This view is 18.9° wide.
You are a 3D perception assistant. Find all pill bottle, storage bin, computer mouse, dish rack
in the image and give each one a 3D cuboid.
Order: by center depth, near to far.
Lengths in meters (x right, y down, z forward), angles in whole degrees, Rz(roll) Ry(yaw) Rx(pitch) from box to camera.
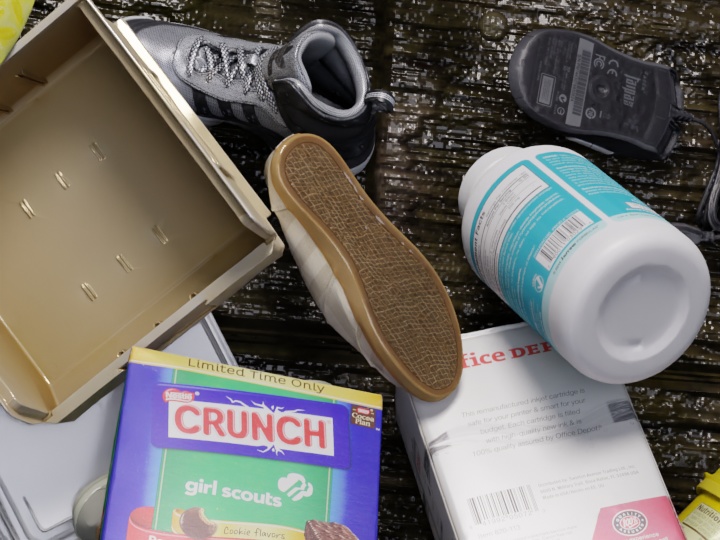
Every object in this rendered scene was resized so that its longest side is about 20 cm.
[{"bbox_3d":[-0.185,-0.034,1.390,0.200,0.094,0.199,-38,83,6],"label":"storage bin"},{"bbox_3d":[0.139,-0.014,1.444,0.110,0.200,0.111,-11,119,-20],"label":"pill bottle"},{"bbox_3d":[-0.179,0.092,1.470,0.200,0.044,0.172,-27,90,-11],"label":"dish rack"},{"bbox_3d":[0.186,-0.089,1.540,0.199,0.046,0.141,9,80,-20],"label":"computer mouse"}]

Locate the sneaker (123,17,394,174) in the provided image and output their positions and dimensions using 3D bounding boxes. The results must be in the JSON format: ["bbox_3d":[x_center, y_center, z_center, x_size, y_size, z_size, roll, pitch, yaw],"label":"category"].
[{"bbox_3d":[-0.072,-0.135,1.453,0.200,0.114,0.076,22,65,-8],"label":"sneaker"}]

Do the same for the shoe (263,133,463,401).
[{"bbox_3d":[0.000,0.000,1.431,0.070,0.053,0.200,-35,95,-31],"label":"shoe"}]

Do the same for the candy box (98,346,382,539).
[{"bbox_3d":[-0.075,0.157,1.331,0.169,0.077,0.200,10,45,-8],"label":"candy box"}]

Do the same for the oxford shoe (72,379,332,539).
[{"bbox_3d":[-0.094,0.138,1.440,0.200,0.058,0.075,-26,127,-15],"label":"oxford shoe"}]

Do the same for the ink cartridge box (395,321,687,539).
[{"bbox_3d":[0.117,0.139,1.446,0.146,0.083,0.200,-11,53,-9],"label":"ink cartridge box"}]

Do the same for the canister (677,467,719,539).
[{"bbox_3d":[0.229,0.253,1.490,0.200,0.087,0.149,-42,108,-8],"label":"canister"}]

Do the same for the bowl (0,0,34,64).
[{"bbox_3d":[-0.314,-0.180,1.378,0.200,0.200,0.108,-51,132,-9],"label":"bowl"}]
